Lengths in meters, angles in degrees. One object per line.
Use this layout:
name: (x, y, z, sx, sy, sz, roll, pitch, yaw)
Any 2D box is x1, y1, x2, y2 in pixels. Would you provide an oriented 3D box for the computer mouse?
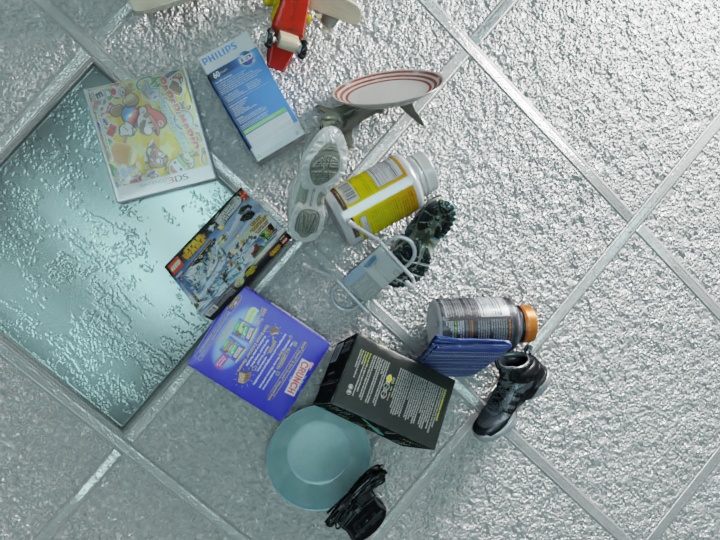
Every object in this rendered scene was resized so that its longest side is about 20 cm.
computer mouse: (-0.002, 0.436, 0.954, 0.138, 0.053, 0.202, -36, 140, -19)

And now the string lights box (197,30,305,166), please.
string lights box: (-0.192, -0.304, 0.918, 0.102, 0.059, 0.202, -30, 97, -6)

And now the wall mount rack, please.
wall mount rack: (0.000, 0.000, 0.920, 0.200, 0.075, 0.174, -41, 103, 20)

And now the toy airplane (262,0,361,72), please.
toy airplane: (-0.117, -0.476, 0.878, 0.198, 0.141, 0.201, -32, 124, -2)

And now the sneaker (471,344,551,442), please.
sneaker: (0.276, 0.230, 0.994, 0.200, 0.075, 0.114, -42, 120, -10)

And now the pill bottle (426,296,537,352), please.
pill bottle: (0.232, 0.105, 0.979, 0.196, 0.106, 0.108, 0, 93, -8)

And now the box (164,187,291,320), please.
box: (-0.234, -0.032, 0.902, 0.200, 0.040, 0.137, -46, 62, -3)

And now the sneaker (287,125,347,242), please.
sneaker: (-0.089, -0.158, 0.883, 0.077, 0.100, 0.202, 12, 114, -30)

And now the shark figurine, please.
shark figurine: (0.002, -0.275, 0.954, 0.212, 0.128, 0.091, -23, 123, -24)

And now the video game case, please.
video game case: (-0.371, -0.240, 0.914, 0.179, 0.023, 0.203, -15, 95, -7)

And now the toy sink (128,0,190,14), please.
toy sink: (-0.335, -0.517, 0.860, 0.129, 0.112, 0.203, -21, 91, -7)

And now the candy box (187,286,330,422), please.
candy box: (-0.182, 0.147, 0.936, 0.199, 0.077, 0.170, 34, 86, -7)

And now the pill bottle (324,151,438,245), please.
pill bottle: (0.040, -0.137, 0.936, 0.198, 0.109, 0.110, -29, 97, -5)

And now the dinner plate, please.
dinner plate: (0.048, -0.314, 0.898, 0.197, 0.201, 0.025, -15, 123, -7)

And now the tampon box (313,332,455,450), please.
tampon box: (0.040, 0.220, 0.921, 0.198, 0.150, 0.128, 27, 69, -10)

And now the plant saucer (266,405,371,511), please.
plant saucer: (-0.079, 0.352, 0.982, 0.197, 0.039, 0.205, 0, 93, -8)

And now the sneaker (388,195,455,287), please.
sneaker: (0.111, -0.054, 0.971, 0.077, 0.087, 0.201, 34, 111, -8)

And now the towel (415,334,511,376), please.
towel: (0.173, 0.160, 0.938, 0.142, 0.201, 0.024, 3, 64, -8)
